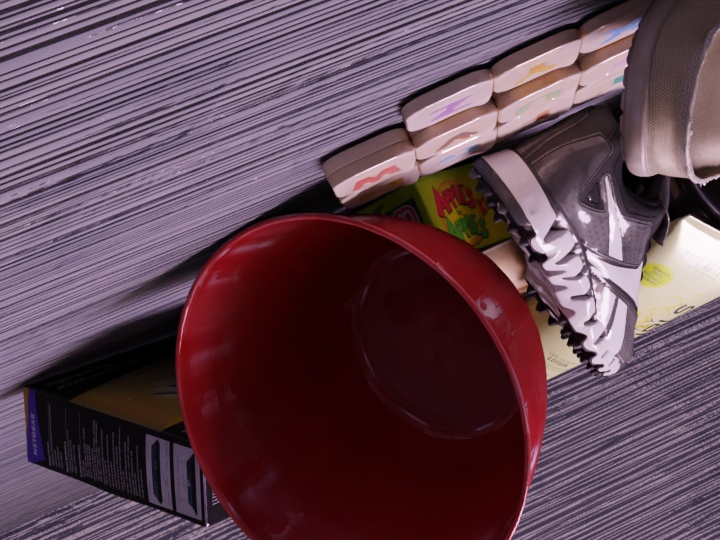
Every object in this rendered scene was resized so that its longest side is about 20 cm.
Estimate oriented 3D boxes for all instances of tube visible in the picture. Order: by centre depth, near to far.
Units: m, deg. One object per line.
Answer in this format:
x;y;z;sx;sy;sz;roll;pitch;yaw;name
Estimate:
0.141;0.019;1.078;0.199;0.052;0.058;-30;179;43;tube

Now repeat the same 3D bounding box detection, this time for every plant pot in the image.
0.064;0.013;1.078;0.199;0.028;0.200;-24;174;-2;plant pot

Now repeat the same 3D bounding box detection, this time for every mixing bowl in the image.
0.018;0.053;0.934;0.199;0.201;0.108;-28;-178;37;mixing bowl

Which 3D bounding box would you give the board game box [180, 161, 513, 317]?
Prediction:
0.000;0.000;1.066;0.199;0.048;0.101;-29;173;40;board game box

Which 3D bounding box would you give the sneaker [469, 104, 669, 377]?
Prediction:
0.125;-0.014;0.951;0.090;0.067;0.200;-35;143;-2;sneaker

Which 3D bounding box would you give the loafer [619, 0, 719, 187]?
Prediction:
0.175;-0.088;0.762;0.068;0.076;0.199;16;-147;36;loafer

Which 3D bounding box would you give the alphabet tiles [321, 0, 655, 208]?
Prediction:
0.077;-0.077;0.839;0.199;0.015;0.196;-25;175;1;alphabet tiles

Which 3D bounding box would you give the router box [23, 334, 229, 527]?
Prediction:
-0.079;0.084;1.139;0.156;0.053;0.199;12;-160;39;router box

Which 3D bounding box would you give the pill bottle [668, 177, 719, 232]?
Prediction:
0.200;-0.051;1.115;0.111;0.113;0.200;-22;175;-17;pill bottle
